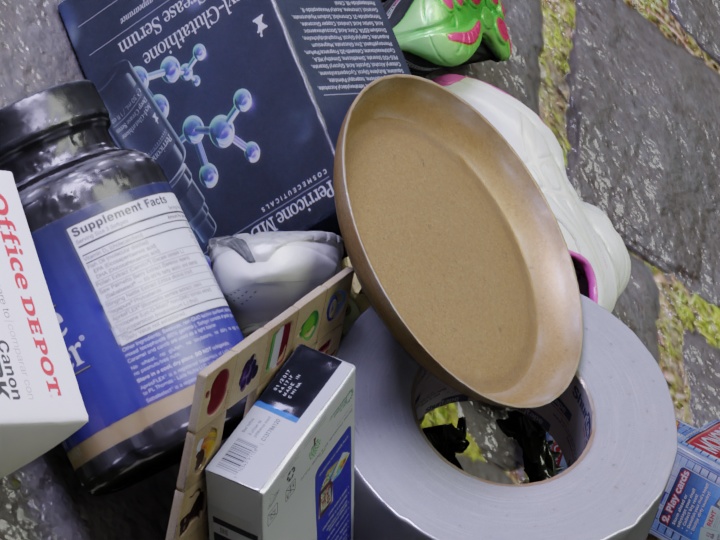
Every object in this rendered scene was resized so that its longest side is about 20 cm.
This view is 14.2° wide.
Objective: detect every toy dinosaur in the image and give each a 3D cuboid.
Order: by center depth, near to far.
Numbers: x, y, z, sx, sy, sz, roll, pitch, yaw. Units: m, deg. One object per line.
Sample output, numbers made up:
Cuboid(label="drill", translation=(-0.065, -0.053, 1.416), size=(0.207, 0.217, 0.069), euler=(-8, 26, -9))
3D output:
Cuboid(label="toy dinosaur", translation=(0.079, 0.155, 1.735), size=(0.200, 0.102, 0.136), euler=(-111, -172, -88))

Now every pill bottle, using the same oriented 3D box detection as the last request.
Cuboid(label="pill bottle", translation=(-0.136, 0.007, 1.528), size=(0.112, 0.112, 0.200), euler=(-18, 79, -55))

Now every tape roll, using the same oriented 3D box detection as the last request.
Cuboid(label="tape roll", translation=(0.075, 0.096, 1.629), size=(0.199, 0.066, 0.201), euler=(5, 50, -6))

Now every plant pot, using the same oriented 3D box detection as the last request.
Cuboid(label="plant pot", translation=(0.049, -0.012, 1.590), size=(0.200, 0.027, 0.201), euler=(32, 43, -36))

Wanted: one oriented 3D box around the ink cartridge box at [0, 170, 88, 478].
Cuboid(label="ink cartridge box", translation=(-0.243, 0.025, 1.403), size=(0.200, 0.083, 0.147), euler=(1, 64, -51))

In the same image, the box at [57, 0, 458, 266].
Cuboid(label="box", translation=(-0.060, -0.101, 1.671), size=(0.107, 0.148, 0.201), euler=(-8, 71, -53))

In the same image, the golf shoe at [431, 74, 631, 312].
Cuboid(label="golf shoe", translation=(0.105, -0.041, 1.896), size=(0.200, 0.075, 0.092), euler=(48, 27, -15))

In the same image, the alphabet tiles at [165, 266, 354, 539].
Cuboid(label="alphabet tiles", translation=(-0.060, 0.112, 1.509), size=(0.008, 0.201, 0.167), euler=(22, 27, 18))

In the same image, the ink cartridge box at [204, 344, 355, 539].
Cuboid(label="ink cartridge box", translation=(-0.040, 0.140, 1.527), size=(0.039, 0.200, 0.100), euler=(21, 49, 20))

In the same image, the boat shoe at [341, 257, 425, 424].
Cuboid(label="boat shoe", translation=(0.000, 0.000, 1.746), size=(0.073, 0.063, 0.201), euler=(-3, 65, -54))

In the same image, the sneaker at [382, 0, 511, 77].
Cuboid(label="sneaker", translation=(0.046, -0.165, 1.920), size=(0.200, 0.084, 0.077), euler=(-13, 90, -73))

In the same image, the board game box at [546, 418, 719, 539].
Cuboid(label="board game box", translation=(0.220, 0.134, 1.849), size=(0.199, 0.062, 0.200), euler=(26, 12, 14))

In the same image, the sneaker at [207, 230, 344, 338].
Cuboid(label="sneaker", translation=(-0.042, 0.035, 1.597), size=(0.200, 0.074, 0.087), euler=(75, 12, -68))
